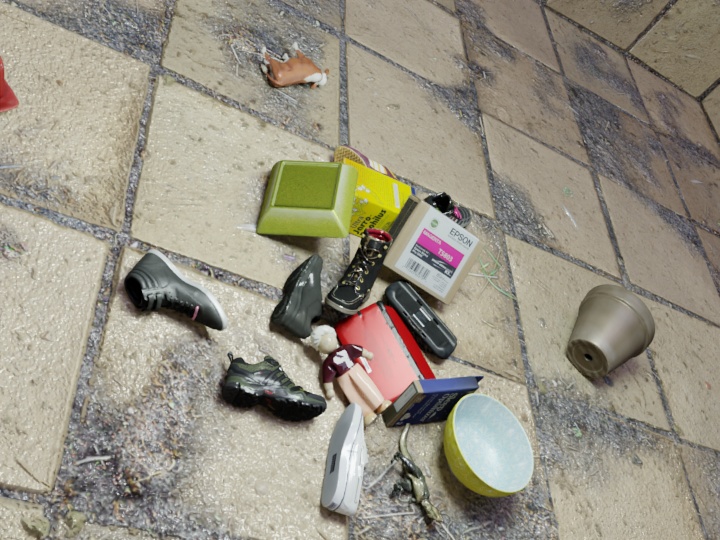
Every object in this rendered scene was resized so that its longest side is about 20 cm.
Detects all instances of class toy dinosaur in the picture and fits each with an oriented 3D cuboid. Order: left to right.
[{"bbox_3d":[0.091,0.375,1.474,0.087,0.047,0.203,18,44,-47],"label":"toy dinosaur"}]

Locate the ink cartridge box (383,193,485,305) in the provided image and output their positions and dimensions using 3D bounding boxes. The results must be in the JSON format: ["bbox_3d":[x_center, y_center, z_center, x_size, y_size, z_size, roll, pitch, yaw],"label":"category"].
[{"bbox_3d":[0.155,-0.045,1.780,0.198,0.167,0.075,30,5,-22],"label":"ink cartridge box"}]

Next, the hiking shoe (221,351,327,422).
[{"bbox_3d":[-0.145,0.198,1.409,0.196,0.076,0.103,20,48,-24],"label":"hiking shoe"}]

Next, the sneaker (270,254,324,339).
[{"bbox_3d":[-0.109,0.054,1.580,0.090,0.075,0.202,39,46,-19],"label":"sneaker"}]

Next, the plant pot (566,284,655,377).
[{"bbox_3d":[0.605,0.168,1.988,0.200,0.200,0.173,46,57,5],"label":"plant pot"}]

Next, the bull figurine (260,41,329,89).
[{"bbox_3d":[-0.168,-0.512,2.018,0.122,0.065,0.198,50,38,15],"label":"bull figurine"}]

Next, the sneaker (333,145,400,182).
[{"bbox_3d":[0.019,-0.233,1.933,0.199,0.075,0.090,40,25,-5],"label":"sneaker"}]

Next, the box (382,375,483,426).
[{"bbox_3d":[0.151,0.255,1.566,0.196,0.122,0.033,1,50,-39],"label":"box"}]

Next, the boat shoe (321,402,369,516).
[{"bbox_3d":[-0.019,0.334,1.409,0.065,0.073,0.203,30,51,-20],"label":"boat shoe"}]

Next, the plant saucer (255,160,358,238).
[{"bbox_3d":[-0.111,-0.164,1.683,0.194,0.048,0.203,4,51,6],"label":"plant saucer"}]

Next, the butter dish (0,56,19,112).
[{"bbox_3d":[-0.712,-0.376,1.386,0.201,0.148,0.198,49,40,8],"label":"butter dish"}]

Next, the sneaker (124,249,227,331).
[{"bbox_3d":[-0.328,0.056,1.391,0.199,0.071,0.099,39,42,5],"label":"sneaker"}]

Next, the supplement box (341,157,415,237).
[{"bbox_3d":[0.022,-0.149,1.822,0.196,0.109,0.111,20,44,-25],"label":"supplement box"}]

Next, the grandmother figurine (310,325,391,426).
[{"bbox_3d":[-0.024,0.188,1.513,0.121,0.061,0.201,-37,87,-34],"label":"grandmother figurine"}]

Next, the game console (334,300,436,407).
[{"bbox_3d":[0.056,0.178,1.637,0.169,0.119,0.203,-25,69,-15],"label":"game console"}]

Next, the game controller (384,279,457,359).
[{"bbox_3d":[0.132,0.105,1.741,0.201,0.042,0.104,48,36,7],"label":"game controller"}]

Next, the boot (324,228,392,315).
[{"bbox_3d":[0.000,0.000,1.604,0.072,0.153,0.199,27,17,13],"label":"boot"}]

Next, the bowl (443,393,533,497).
[{"bbox_3d":[0.229,0.355,1.555,0.196,0.108,0.203,22,45,-23],"label":"bowl"}]

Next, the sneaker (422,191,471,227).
[{"bbox_3d":[0.216,-0.148,1.997,0.196,0.088,0.075,3,53,-38],"label":"sneaker"}]
